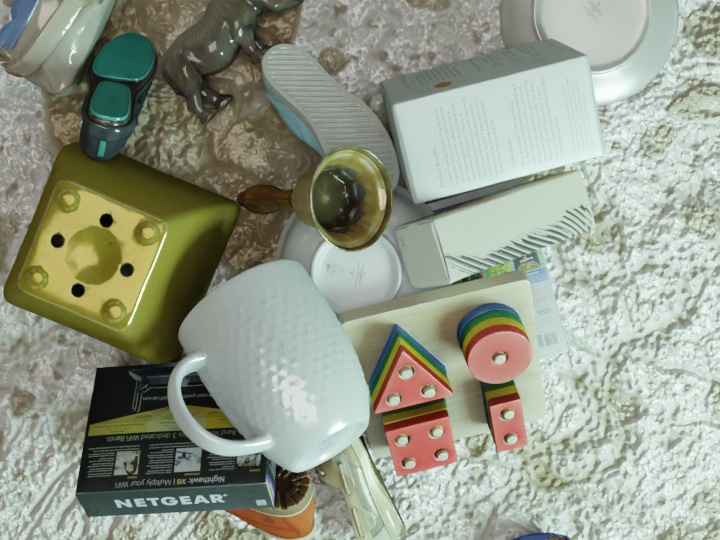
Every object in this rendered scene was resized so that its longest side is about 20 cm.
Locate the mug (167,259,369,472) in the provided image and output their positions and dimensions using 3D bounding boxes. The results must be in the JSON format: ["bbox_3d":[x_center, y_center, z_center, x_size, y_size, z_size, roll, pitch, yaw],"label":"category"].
[{"bbox_3d":[-0.094,0.109,1.115,0.199,0.148,0.176,-20,66,-36],"label":"mug"}]

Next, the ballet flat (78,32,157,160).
[{"bbox_3d":[-0.256,-0.178,1.195,0.073,0.200,0.073,0,127,0],"label":"ballet flat"}]

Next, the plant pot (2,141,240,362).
[{"bbox_3d":[-0.254,-0.017,1.175,0.195,0.200,0.195,23,92,-3],"label":"plant pot"}]

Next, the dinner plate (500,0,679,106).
[{"bbox_3d":[0.254,-0.282,1.260,0.199,0.024,0.201,0,92,-2],"label":"dinner plate"}]

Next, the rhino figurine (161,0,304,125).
[{"bbox_3d":[-0.134,-0.259,1.237,0.087,0.060,0.200,42,90,-5],"label":"rhino figurine"}]

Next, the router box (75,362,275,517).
[{"bbox_3d":[-0.187,0.174,1.205,0.199,0.052,0.158,-3,49,4],"label":"router box"}]

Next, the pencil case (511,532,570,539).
[{"bbox_3d":[0.203,0.393,1.258,0.086,0.078,0.201,-8,92,-23],"label":"pencil case"}]

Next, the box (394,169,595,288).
[{"bbox_3d":[0.142,-0.045,1.189,0.199,0.082,0.069,-20,95,-27],"label":"box"}]

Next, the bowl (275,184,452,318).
[{"bbox_3d":[0.000,0.000,1.224,0.200,0.090,0.202,0,93,5],"label":"bowl"}]

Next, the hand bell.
[{"bbox_3d":[-0.070,-0.074,1.190,0.104,0.199,0.105,-2,94,-40],"label":"hand bell"}]

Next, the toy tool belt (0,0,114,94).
[{"bbox_3d":[-0.325,-0.293,1.202,0.122,0.125,0.201,24,91,-10],"label":"toy tool belt"}]

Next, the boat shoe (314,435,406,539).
[{"bbox_3d":[-0.019,0.214,1.254,0.065,0.072,0.201,-26,98,-1],"label":"boat shoe"}]

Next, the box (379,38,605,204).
[{"bbox_3d":[0.131,-0.159,1.189,0.199,0.152,0.107,-14,108,1],"label":"box"}]

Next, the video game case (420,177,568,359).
[{"bbox_3d":[0.138,0.012,1.272,0.142,0.018,0.201,-15,93,0],"label":"video game case"}]

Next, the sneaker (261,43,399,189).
[{"bbox_3d":[-0.030,-0.154,1.229,0.074,0.082,0.200,-36,82,-10],"label":"sneaker"}]

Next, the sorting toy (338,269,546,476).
[{"bbox_3d":[0.095,0.118,1.202,0.199,0.070,0.200,-13,126,0],"label":"sorting toy"}]

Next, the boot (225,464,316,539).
[{"bbox_3d":[-0.138,0.241,1.249,0.199,0.107,0.075,16,57,23],"label":"boot"}]
